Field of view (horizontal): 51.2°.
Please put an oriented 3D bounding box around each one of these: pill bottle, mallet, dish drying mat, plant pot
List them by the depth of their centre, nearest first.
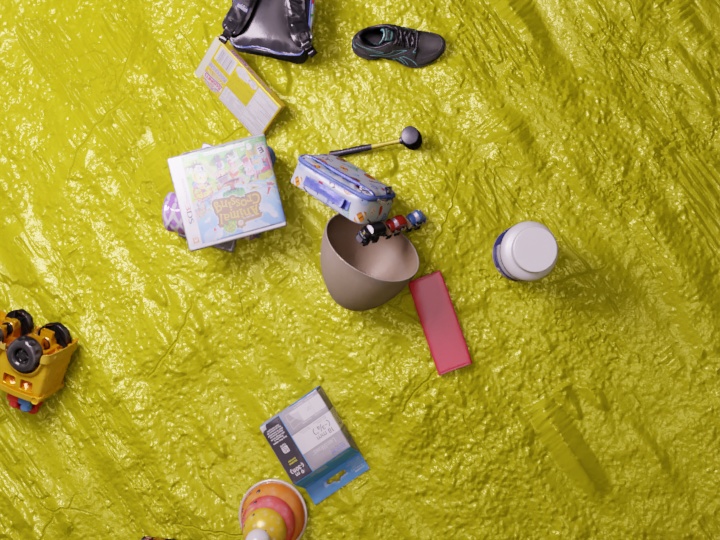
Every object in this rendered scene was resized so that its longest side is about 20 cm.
[{"bbox_3d":[0.320,-0.036,1.451,0.108,0.200,0.114,0,89,2],"label":"pill bottle"},{"bbox_3d":[0.000,0.000,1.490,0.198,0.201,0.136,30,125,3],"label":"plant pot"},{"bbox_3d":[0.030,-0.258,1.538,0.195,0.066,0.042,-9,86,3],"label":"mallet"},{"bbox_3d":[0.164,0.107,1.549,0.075,0.018,0.204,-19,89,3],"label":"dish drying mat"}]

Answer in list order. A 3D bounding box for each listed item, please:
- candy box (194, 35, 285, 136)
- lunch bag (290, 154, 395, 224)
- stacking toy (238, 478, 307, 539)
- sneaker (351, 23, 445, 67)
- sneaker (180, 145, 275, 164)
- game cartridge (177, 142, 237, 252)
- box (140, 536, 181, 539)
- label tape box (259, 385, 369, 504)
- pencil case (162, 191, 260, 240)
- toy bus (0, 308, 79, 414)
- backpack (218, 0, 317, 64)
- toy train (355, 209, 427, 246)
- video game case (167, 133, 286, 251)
[{"bbox_3d":[-0.250,-0.375,1.551,0.200,0.026,0.102,48,127,3],"label":"candy box"},{"bbox_3d":[-0.031,-0.161,1.475,0.198,0.159,0.077,31,109,21],"label":"lunch bag"},{"bbox_3d":[-0.183,0.503,1.468,0.142,0.200,0.150,0,89,2],"label":"stacking toy"},{"bbox_3d":[0.078,-0.461,1.534,0.195,0.079,0.077,1,89,2],"label":"sneaker"},{"bbox_3d":[-0.269,-0.216,1.512,0.195,0.088,0.077,-11,83,-1],"label":"sneaker"},{"bbox_3d":[-0.295,-0.152,1.570,0.127,0.038,0.204,15,90,7],"label":"game cartridge"},{"bbox_3d":[-0.365,0.635,1.555,0.195,0.040,0.140,6,88,3],"label":"box"},{"bbox_3d":[-0.092,0.362,1.534,0.143,0.063,0.202,-33,87,3],"label":"label tape box"},{"bbox_3d":[-0.299,-0.113,1.516,0.195,0.085,0.087,6,55,1],"label":"pencil case"},{"bbox_3d":[-0.705,0.196,1.548,0.196,0.136,0.196,20,106,5],"label":"toy bus"},{"bbox_3d":[-0.169,-0.527,1.512,0.195,0.154,0.195,10,97,-4],"label":"backpack"},{"bbox_3d":[0.067,-0.089,1.485,0.034,0.198,0.046,53,132,17],"label":"toy train"},{"bbox_3d":[-0.258,-0.151,1.458,0.196,0.022,0.186,-15,90,-2],"label":"video game case"}]
